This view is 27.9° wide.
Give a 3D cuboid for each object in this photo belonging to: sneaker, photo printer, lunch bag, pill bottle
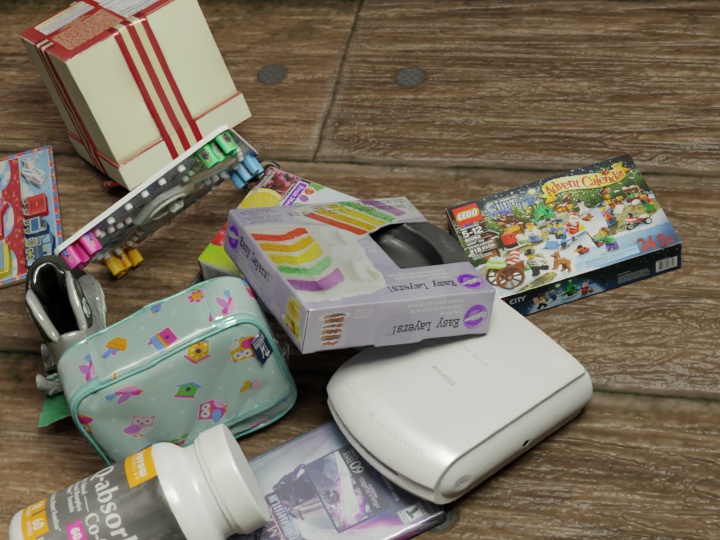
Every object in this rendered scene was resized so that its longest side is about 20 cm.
[{"bbox_3d":[-0.285,0.019,1.376,0.075,0.116,0.200,-25,44,-11],"label":"sneaker"},{"bbox_3d":[0.081,0.112,1.301,0.200,0.070,0.166,-30,49,-25],"label":"photo printer"},{"bbox_3d":[-0.158,0.104,1.317,0.200,0.161,0.077,-25,43,-3],"label":"lunch bag"},{"bbox_3d":[-0.186,0.216,1.233,0.200,0.116,0.116,-27,49,-1],"label":"pill bottle"}]

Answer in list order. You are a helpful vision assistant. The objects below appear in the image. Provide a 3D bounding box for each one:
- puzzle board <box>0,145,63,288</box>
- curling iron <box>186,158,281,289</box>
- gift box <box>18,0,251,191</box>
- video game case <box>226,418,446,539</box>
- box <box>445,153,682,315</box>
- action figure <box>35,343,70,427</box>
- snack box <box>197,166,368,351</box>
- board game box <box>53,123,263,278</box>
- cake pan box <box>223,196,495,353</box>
[{"bbox_3d":[-0.407,-0.055,1.601,0.150,0.017,0.200,-15,47,-2],"label":"puzzle board"},{"bbox_3d":[-0.138,-0.041,1.523,0.050,0.026,0.200,33,59,-9],"label":"curling iron"},{"bbox_3d":[-0.244,-0.210,1.598,0.184,0.187,0.200,-31,31,-13],"label":"gift box"},{"bbox_3d":[-0.044,0.209,1.291,0.200,0.019,0.143,-24,49,-11],"label":"video game case"},{"bbox_3d":[0.200,-0.033,1.441,0.200,0.038,0.137,-17,48,-4],"label":"box"},{"bbox_3d":[-0.211,0.091,1.410,0.199,0.055,0.118,-6,45,1],"label":"action figure"},{"bbox_3d":[-0.041,-0.013,1.456,0.200,0.053,0.142,22,58,21],"label":"snack box"},{"bbox_3d":[-0.190,-0.062,1.429,0.200,0.200,0.026,-36,85,2],"label":"board game box"},{"bbox_3d":[0.000,0.000,1.316,0.200,0.052,0.184,-4,34,-26],"label":"cake pan box"}]
